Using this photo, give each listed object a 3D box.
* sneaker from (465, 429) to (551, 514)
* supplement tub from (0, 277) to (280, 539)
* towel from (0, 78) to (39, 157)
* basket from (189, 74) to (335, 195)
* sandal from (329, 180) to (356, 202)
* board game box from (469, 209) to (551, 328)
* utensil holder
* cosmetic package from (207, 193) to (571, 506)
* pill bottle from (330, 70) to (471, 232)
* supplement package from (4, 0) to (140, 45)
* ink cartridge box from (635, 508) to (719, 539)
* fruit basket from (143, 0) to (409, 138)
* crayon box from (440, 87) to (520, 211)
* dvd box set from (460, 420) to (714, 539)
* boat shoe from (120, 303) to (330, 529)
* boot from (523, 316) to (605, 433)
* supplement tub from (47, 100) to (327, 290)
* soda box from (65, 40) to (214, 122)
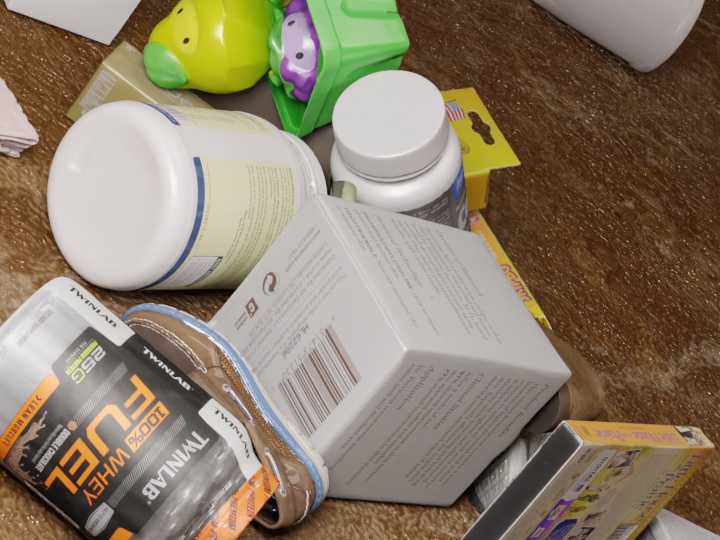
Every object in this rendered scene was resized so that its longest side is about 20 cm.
[{"bbox_3d":[0.140,0.126,1.635,0.087,0.074,0.200,25,53,-20],"label":"sneaker"},{"bbox_3d":[-0.157,0.110,1.251,0.200,0.123,0.123,39,25,1],"label":"supplement tub"},{"bbox_3d":[-0.371,-0.171,1.531,0.191,0.032,0.200,6,41,-51],"label":"towel"},{"bbox_3d":[-0.064,-0.165,1.768,0.200,0.136,0.180,36,38,22],"label":"basket"},{"bbox_3d":[0.000,0.000,1.613,0.057,0.201,0.080,0,60,1],"label":"sandal"},{"bbox_3d":[0.134,0.019,1.855,0.200,0.030,0.096,58,-14,37],"label":"board game box"},{"bbox_3d":[0.370,-0.408,2.792,0.200,0.170,0.170,27,27,-19],"label":"utensil holder"},{"bbox_3d":[0.018,0.068,1.510,0.200,0.167,0.167,12,36,-46],"label":"cosmetic package"},{"bbox_3d":[0.035,-0.072,1.661,0.114,0.114,0.200,58,-12,34],"label":"pill bottle"},{"bbox_3d":[-0.282,-0.330,1.813,0.121,0.120,0.200,17,33,-42],"label":"supplement package"},{"bbox_3d":[0.329,0.304,1.709,0.200,0.050,0.162,31,24,-37],"label":"ink cartridge box"},{"bbox_3d":[-0.084,-0.218,1.650,0.215,0.156,0.216,7,60,-13],"label":"fruit basket"},{"bbox_3d":[0.038,-0.103,1.838,0.199,0.051,0.127,-12,46,-14],"label":"crayon box"},{"bbox_3d":[0.188,0.183,1.579,0.200,0.146,0.029,7,38,-48],"label":"dvd box set"},{"bbox_3d":[-0.107,0.104,1.390,0.200,0.072,0.072,42,26,5],"label":"boat shoe"},{"bbox_3d":[0.126,0.059,1.601,0.075,0.074,0.200,1,41,-43],"label":"boot"},{"bbox_3d":[-0.133,-0.057,1.534,0.200,0.145,0.145,0,45,-54],"label":"supplement tub"},{"bbox_3d":[-0.154,-0.110,1.692,0.200,0.064,0.068,38,25,-6],"label":"soda box"}]
